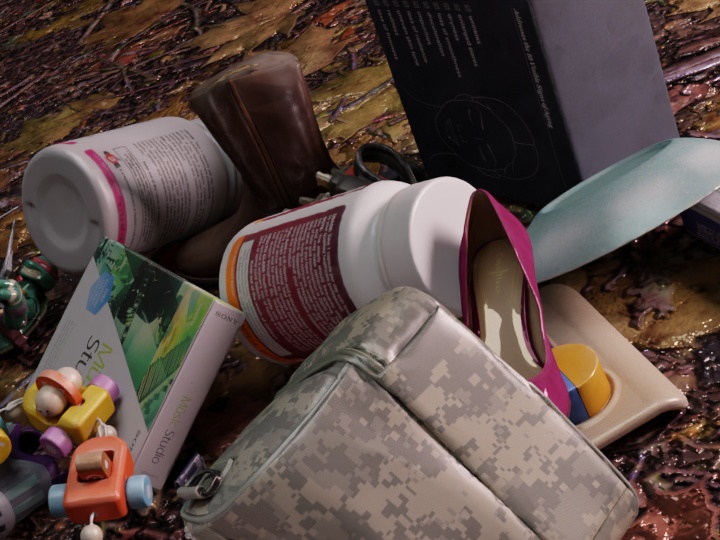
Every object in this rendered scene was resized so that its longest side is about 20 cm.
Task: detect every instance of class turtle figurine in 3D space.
[{"bbox_3d":[-0.327,0.034,1.346,0.149,0.101,0.200,5,51,52],"label":"turtle figurine"}]

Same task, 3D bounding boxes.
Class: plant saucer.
[{"bbox_3d":[0.186,-0.052,1.113,0.201,0.039,0.201,-29,3,2],"label":"plant saucer"}]

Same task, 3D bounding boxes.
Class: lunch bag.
[{"bbox_3d":[0.020,0.132,0.825,0.168,0.200,0.139,-50,9,-32],"label":"lunch bag"}]

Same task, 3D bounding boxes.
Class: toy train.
[{"bbox_3d":[-0.241,0.123,1.078,0.199,0.056,0.151,-5,40,10],"label":"toy train"}]

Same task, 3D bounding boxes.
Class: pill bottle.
[{"bbox_3d":[-0.191,-0.074,1.372,0.113,0.114,0.200,4,17,39],"label":"pill bottle"},{"bbox_3d":[0.000,0.000,1.114,0.200,0.114,0.114,-14,26,46],"label":"pill bottle"}]

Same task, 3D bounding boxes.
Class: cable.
[{"bbox_3d":[0.040,-0.039,1.207,0.200,0.050,0.097,26,52,25],"label":"cable"}]

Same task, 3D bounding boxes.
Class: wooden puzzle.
[{"bbox_3d":[0.090,0.079,1.031,0.199,0.046,0.185,-26,28,-7],"label":"wooden puzzle"}]

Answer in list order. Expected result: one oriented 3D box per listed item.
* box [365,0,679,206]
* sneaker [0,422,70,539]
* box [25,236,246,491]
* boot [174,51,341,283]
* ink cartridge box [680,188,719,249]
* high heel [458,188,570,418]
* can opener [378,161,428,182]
[{"bbox_3d":[0.132,-0.169,1.265,0.124,0.201,0.196,-37,32,-26],"label":"box"},{"bbox_3d":[-0.298,0.141,1.187,0.087,0.075,0.200,-27,38,-31],"label":"sneaker"},{"bbox_3d":[-0.176,0.065,1.176,0.200,0.036,0.145,24,87,52],"label":"box"},{"bbox_3d":[-0.107,-0.086,1.281,0.186,0.200,0.064,-20,47,9],"label":"boot"},{"bbox_3d":[0.357,-0.057,1.081,0.200,0.043,0.196,-27,27,-11],"label":"ink cartridge box"},{"bbox_3d":[0.084,0.035,0.966,0.067,0.096,0.200,-20,30,12],"label":"high heel"},{"bbox_3d":[-0.020,-0.023,1.261,0.200,0.064,0.079,-32,0,-11],"label":"can opener"}]
